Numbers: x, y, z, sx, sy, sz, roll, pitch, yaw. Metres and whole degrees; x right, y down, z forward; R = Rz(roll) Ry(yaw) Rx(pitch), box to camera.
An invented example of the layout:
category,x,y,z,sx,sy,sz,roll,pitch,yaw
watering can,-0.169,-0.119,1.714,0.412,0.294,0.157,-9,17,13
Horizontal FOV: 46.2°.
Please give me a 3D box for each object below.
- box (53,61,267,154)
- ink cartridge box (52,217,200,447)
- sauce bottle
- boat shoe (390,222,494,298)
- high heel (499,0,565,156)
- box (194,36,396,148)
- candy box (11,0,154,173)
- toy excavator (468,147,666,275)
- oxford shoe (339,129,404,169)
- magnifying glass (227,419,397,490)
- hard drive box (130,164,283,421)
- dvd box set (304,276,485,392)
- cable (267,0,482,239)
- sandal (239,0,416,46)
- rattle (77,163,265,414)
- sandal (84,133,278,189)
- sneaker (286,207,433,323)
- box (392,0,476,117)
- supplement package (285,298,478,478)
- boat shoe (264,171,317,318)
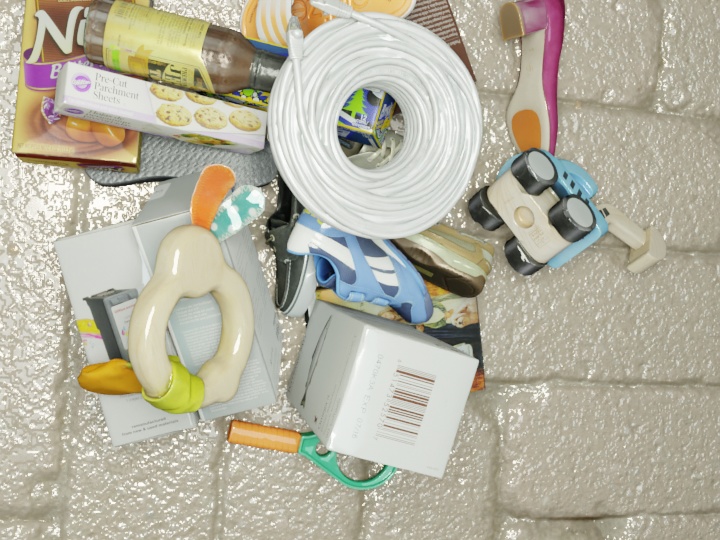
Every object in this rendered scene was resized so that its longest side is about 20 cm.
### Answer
category,x,y,z,sx,sy,sz,roll,pitch,yaw
box,-0.185,-0.151,0.806,0.200,0.039,0.042,10,81,-32
ink cartridge box,-0.216,0.051,0.829,0.085,0.148,0.201,-15,97,-1
sauce bottle,-0.152,-0.201,0.785,0.199,0.065,0.065,13,91,-3
boat shoe,0.054,-0.045,0.934,0.200,0.072,0.076,28,66,-5
high heel,0.214,-0.217,0.974,0.096,0.067,0.201,-22,103,-34
box,-0.067,-0.184,0.852,0.199,0.070,0.064,17,88,10
candy box,-0.270,-0.203,0.831,0.116,0.056,0.201,4,84,-10
toy excavator,0.251,-0.062,0.963,0.200,0.100,0.195,-30,80,-44
oxford shoe,0.026,-0.124,0.927,0.200,0.058,0.075,24,87,-16
magnifying glass,-0.050,0.198,0.950,0.199,0.022,0.080,14,91,-14
hard drive box,-0.140,0.016,0.821,0.077,0.156,0.201,-14,109,2
dvd box set,0.040,0.079,0.959,0.199,0.029,0.147,-7,96,-14
cable,0.012,-0.130,0.766,0.199,0.069,0.201,8,92,-21
sandal,-0.047,-0.265,0.839,0.206,0.059,0.079,-5,104,30
rattle,-0.163,0.012,0.720,0.130,0.143,0.201,-4,96,-37
sandal,-0.186,-0.121,0.887,0.199,0.043,0.076,2,87,-5
sneaker,0.000,0.000,0.867,0.082,0.074,0.200,-50,123,-9
box,0.038,-0.272,0.894,0.100,0.075,0.200,-28,100,-39
supplement package,0.012,0.108,0.832,0.117,0.200,0.117,17,90,-16
boat shoe,-0.072,-0.047,0.887,0.056,0.069,0.201,5,106,-23
